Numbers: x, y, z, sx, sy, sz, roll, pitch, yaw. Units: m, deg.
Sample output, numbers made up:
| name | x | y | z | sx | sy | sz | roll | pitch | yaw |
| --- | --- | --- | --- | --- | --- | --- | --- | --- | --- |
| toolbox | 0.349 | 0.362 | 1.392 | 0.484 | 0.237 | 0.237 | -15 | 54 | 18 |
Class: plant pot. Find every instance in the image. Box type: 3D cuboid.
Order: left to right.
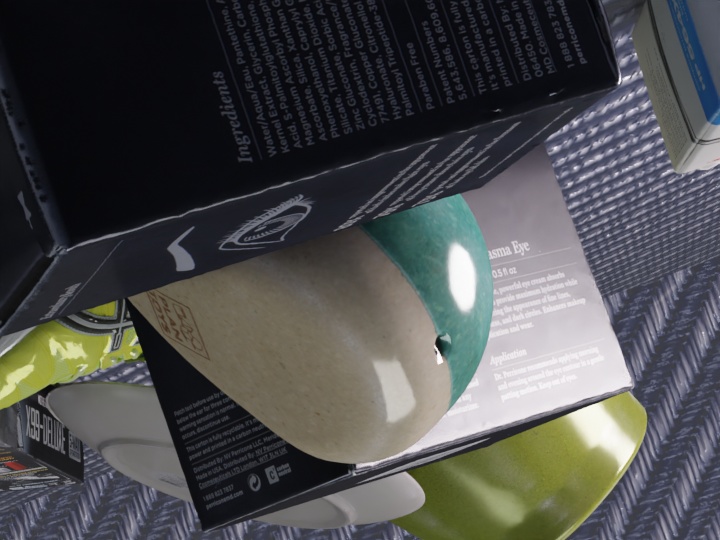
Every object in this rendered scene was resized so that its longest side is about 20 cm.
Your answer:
| name | x | y | z | sx | sy | sz | roll | pitch | yaw |
| --- | --- | --- | --- | --- | --- | --- | --- | --- | --- |
| plant pot | 0.046 | 0.058 | 1.479 | 0.200 | 0.193 | 0.200 | -44 | -171 | 8 |

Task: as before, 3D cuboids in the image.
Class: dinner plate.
| name | x | y | z | sx | sy | sz | roll | pitch | yaw |
| --- | --- | --- | --- | --- | --- | --- | --- | --- | --- |
| dinner plate | -0.066 | 0.100 | 1.395 | 0.199 | 0.024 | 0.200 | 15 | 164 | 4 |

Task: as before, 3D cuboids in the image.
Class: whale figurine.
| name | x | y | z | sx | sy | sz | roll | pitch | yaw |
| --- | --- | --- | --- | --- | --- | --- | --- | --- | --- |
| whale figurine | -0.032 | -0.008 | 1.084 | 0.200 | 0.159 | 0.104 | 21 | -127 | 41 |

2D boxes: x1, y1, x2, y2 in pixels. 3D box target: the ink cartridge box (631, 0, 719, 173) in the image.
| name | x | y | z | sx | sy | sz | roll | pitch | yaw |
| --- | --- | --- | --- | --- | --- | --- | --- | --- | --- |
| ink cartridge box | 0.215 | -0.119 | 1.316 | 0.145 | 0.085 | 0.200 | -19 | 174 | -2 |

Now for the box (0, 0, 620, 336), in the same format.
| name | x | y | z | sx | sy | sz | roll | pitch | yaw |
| --- | --- | --- | --- | --- | --- | --- | --- | --- | --- |
| box | -0.038 | -0.065 | 0.918 | 0.199 | 0.105 | 0.148 | -17 | 173 | -20 |

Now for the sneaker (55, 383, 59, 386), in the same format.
| name | x | y | z | sx | sy | sz | roll | pitch | yaw |
| --- | --- | --- | --- | --- | --- | --- | --- | --- | --- |
| sneaker | -0.239 | 0.050 | 1.525 | 0.081 | 0.074 | 0.200 | 5 | 158 | -36 |

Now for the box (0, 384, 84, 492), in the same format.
| name | x | y | z | sx | sy | sz | roll | pitch | yaw |
| --- | --- | --- | --- | --- | --- | --- | --- | --- | --- |
| box | -0.259 | 0.089 | 1.425 | 0.199 | 0.050 | 0.158 | -7 | 167 | 9 |

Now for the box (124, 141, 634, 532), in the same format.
| name | x | y | z | sx | sy | sz | roll | pitch | yaw |
| --- | --- | --- | --- | --- | --- | --- | --- | --- | --- |
| box | 0.000 | 0.000 | 1.238 | 0.200 | 0.183 | 0.104 | -12 | 171 | -47 |

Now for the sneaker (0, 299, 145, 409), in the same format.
| name | x | y | z | sx | sy | sz | roll | pitch | yaw |
| --- | --- | --- | --- | --- | --- | --- | --- | --- | --- |
| sneaker | -0.109 | 0.018 | 1.309 | 0.200 | 0.077 | 0.075 | -35 | -171 | -24 |
